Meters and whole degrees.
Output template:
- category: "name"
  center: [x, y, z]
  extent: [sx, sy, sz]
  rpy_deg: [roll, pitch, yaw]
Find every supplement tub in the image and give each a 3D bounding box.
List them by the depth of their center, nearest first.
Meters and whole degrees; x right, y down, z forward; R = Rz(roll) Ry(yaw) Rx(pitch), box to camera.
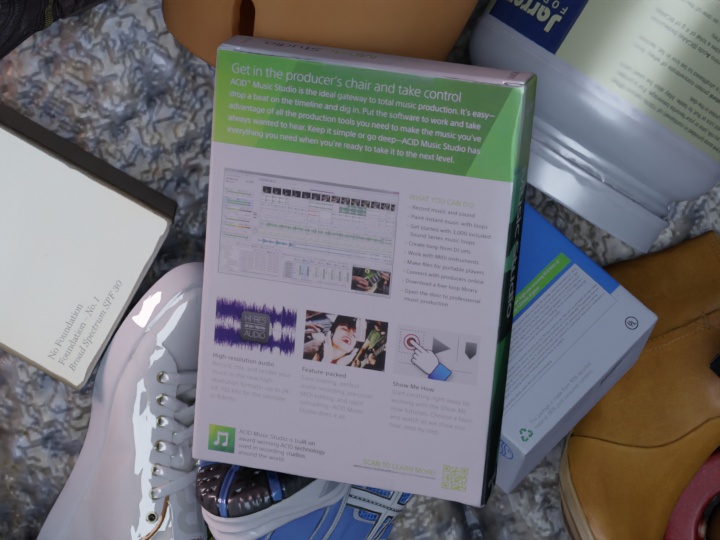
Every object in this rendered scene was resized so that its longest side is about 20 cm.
- category: "supplement tub"
  center: [0.143, -0.125, 1.119]
  extent: [0.144, 0.145, 0.201]
  rpy_deg: [31, 96, -6]

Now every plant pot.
- category: "plant pot"
  center: [-0.014, -0.170, 1.096]
  extent: [0.198, 0.200, 0.141]
  rpy_deg: [15, 115, -4]

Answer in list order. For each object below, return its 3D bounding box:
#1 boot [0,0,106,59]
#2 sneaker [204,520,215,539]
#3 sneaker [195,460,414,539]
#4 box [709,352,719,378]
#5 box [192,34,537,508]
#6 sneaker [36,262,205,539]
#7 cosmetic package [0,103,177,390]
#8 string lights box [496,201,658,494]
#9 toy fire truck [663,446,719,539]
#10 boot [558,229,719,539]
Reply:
- category: "boot"
  center: [-0.173, -0.133, 1.032]
  extent: [0.199, 0.174, 0.070]
  rpy_deg: [-33, 93, -5]
- category: "sneaker"
  center: [-0.051, 0.147, 1.187]
  extent: [0.077, 0.080, 0.202]
  rpy_deg: [4, 98, -2]
- category: "sneaker"
  center: [-0.003, 0.098, 1.156]
  extent: [0.199, 0.075, 0.078]
  rpy_deg: [-28, 122, -35]
- category: "box"
  center: [0.287, 0.077, 1.137]
  extent: [0.200, 0.036, 0.143]
  rpy_deg: [47, 51, 7]
- category: "box"
  center: [0.000, 0.000, 1.045]
  extent: [0.143, 0.036, 0.202]
  rpy_deg: [9, 108, 11]
- category: "sneaker"
  center: [-0.097, 0.096, 1.164]
  extent: [0.084, 0.073, 0.201]
  rpy_deg: [35, 114, 33]
- category: "cosmetic package"
  center: [-0.203, -0.035, 1.158]
  extent: [0.199, 0.073, 0.104]
  rpy_deg: [28, 97, -7]
- category: "string lights box"
  center: [0.037, 0.001, 1.127]
  extent: [0.200, 0.059, 0.103]
  rpy_deg: [43, 68, 14]
- category: "toy fire truck"
  center: [0.212, 0.178, 1.195]
  extent: [0.166, 0.112, 0.202]
  rpy_deg: [3, 98, 16]
- category: "boot"
  center: [0.164, 0.084, 1.160]
  extent: [0.143, 0.071, 0.203]
  rpy_deg: [-20, 69, -1]
